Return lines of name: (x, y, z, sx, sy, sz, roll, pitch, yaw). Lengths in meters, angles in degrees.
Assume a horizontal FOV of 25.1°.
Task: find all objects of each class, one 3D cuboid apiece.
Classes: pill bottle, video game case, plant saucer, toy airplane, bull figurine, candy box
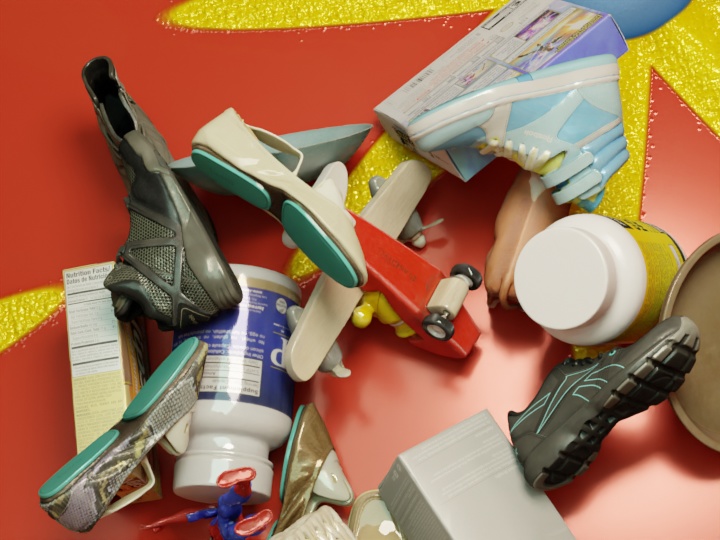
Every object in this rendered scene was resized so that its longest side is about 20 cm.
pill bottle: (0.211, 0.008, 1.421, 0.111, 0.199, 0.114, -1, 88, 28)
video game case: (0.129, -0.179, 1.535, 0.199, 0.181, 0.046, -39, 115, -6)
pill bottle: (-0.118, 0.107, 1.485, 0.118, 0.120, 0.203, 1, 71, 8)
plant saucer: (-0.082, -0.101, 1.532, 0.198, 0.201, 0.039, -11, 98, 4)
toy airplane: (0.000, 0.000, 1.495, 0.198, 0.141, 0.202, -8, 74, -26)
bull figurine: (0.165, -0.051, 1.502, 0.065, 0.122, 0.202, 23, 75, 14)
candy box: (-0.229, 0.107, 1.501, 0.055, 0.116, 0.202, -10, 70, 3)
plant saucer: (0.335, 0.062, 1.435, 0.198, 0.029, 0.203, -1, 91, -30)

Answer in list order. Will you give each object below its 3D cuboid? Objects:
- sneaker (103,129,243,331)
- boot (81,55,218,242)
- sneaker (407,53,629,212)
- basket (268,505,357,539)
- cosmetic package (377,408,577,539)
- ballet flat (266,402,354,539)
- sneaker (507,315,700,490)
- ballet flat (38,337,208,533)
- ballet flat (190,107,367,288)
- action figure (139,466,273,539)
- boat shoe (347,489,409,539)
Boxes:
sneaker: (-0.194, -0.030, 1.452, 0.113, 0.076, 0.201, -29, 69, 0)
boot: (-0.212, -0.102, 1.564, 0.067, 0.131, 0.201, -30, 70, -3)
sneaker: (0.147, -0.103, 1.408, 0.198, 0.080, 0.132, -16, 94, -8)
basket: (-0.075, 0.306, 1.355, 0.199, 0.123, 0.136, -38, 90, 28)
cosmetic package: (0.115, 0.236, 1.414, 0.106, 0.090, 0.201, -22, 69, -26)
ballet flat: (-0.047, 0.223, 1.462, 0.071, 0.068, 0.202, 13, 75, 14)
sneaker: (0.199, 0.098, 1.374, 0.200, 0.075, 0.080, -44, 51, 19)
ballet flat: (-0.190, 0.148, 1.398, 0.072, 0.072, 0.200, 36, 68, 17)
ballet flat: (-0.057, -0.068, 1.397, 0.199, 0.070, 0.070, 39, 79, 9)
action figure: (-0.135, 0.226, 1.400, 0.098, 0.200, 0.066, -18, 75, -13)
boat shoe: (0.022, 0.290, 1.431, 0.071, 0.065, 0.203, -5, 70, 6)
